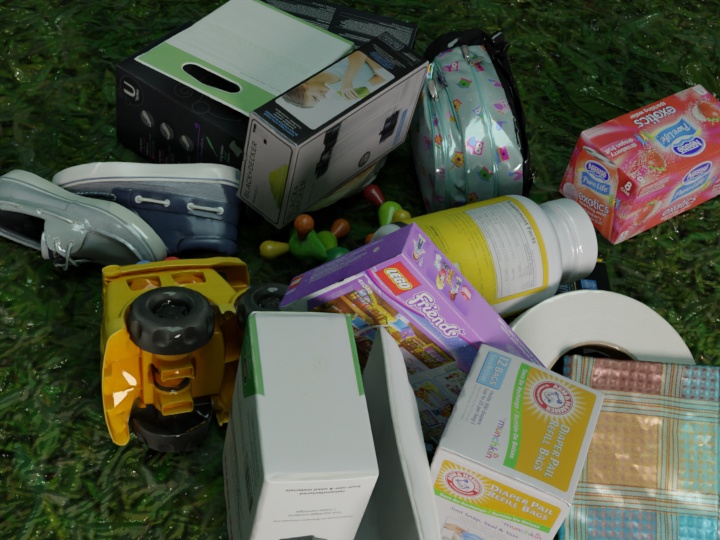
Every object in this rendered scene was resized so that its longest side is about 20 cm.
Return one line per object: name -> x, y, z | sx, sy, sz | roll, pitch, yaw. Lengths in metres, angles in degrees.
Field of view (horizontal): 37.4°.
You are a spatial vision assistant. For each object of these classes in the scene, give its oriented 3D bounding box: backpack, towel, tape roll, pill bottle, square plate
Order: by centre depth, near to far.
square plate -> 0.022, 0.178, 0.812 | 0.028, 0.198, 0.200 | 0, 49, -12
towel -> 0.241, 0.176, 0.911 | 0.146, 0.022, 0.201 | 5, 79, -7
tape roll -> 0.205, 0.118, 0.947 | 0.202, 0.037, 0.204 | 2, 78, -7
pill bottle -> 0.115, -0.008, 0.991 | 0.199, 0.112, 0.112 | -14, 53, -22
backpack -> 0.118, -0.143, 1.160 | 0.126, 0.167, 0.200 | -11, 53, 2

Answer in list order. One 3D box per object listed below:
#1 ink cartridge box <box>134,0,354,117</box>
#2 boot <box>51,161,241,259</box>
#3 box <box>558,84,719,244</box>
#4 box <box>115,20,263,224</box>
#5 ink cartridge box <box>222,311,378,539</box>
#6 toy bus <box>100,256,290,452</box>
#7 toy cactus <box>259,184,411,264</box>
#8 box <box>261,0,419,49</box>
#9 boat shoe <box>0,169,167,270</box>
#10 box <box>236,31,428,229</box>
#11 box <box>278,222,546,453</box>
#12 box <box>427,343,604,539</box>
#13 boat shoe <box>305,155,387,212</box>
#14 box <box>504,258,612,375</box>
ink cartridge box -> -0.114, -0.206, 1.080 | 0.145, 0.048, 0.200 | 27, 43, 13
boot -> -0.217, -0.055, 1.062 | 0.199, 0.073, 0.091 | -1, 75, 11
box -> 0.338, -0.123, 1.209 | 0.200, 0.096, 0.100 | -23, 57, -28
box -> -0.150, -0.162, 1.142 | 0.200, 0.106, 0.122 | 31, 49, 17
ink cartridge box -> -0.054, 0.150, 0.824 | 0.083, 0.200, 0.147 | 1, 49, -14
toy bus -> -0.139, 0.049, 0.958 | 0.199, 0.136, 0.192 | -6, 34, -17
toy cactus -> 0.000, 0.000, 1.049 | 0.165, 0.102, 0.200 | 41, 45, 12
box -> -0.044, -0.246, 1.257 | 0.199, 0.079, 0.141 | 15, 45, 2
boat shoe -> -0.285, -0.033, 1.032 | 0.200, 0.070, 0.072 | 21, 50, 17
box -> -0.027, -0.139, 1.045 | 0.060, 0.117, 0.200 | 39, 51, 18
box -> 0.050, 0.062, 0.861 | 0.200, 0.137, 0.039 | 46, 43, -24
box -> 0.103, 0.171, 0.833 | 0.101, 0.200, 0.113 | 22, 48, 9
boat shoe -> -0.016, -0.108, 1.145 | 0.071, 0.069, 0.200 | 35, 47, 15
box -> 0.171, 0.068, 1.041 | 0.159, 0.049, 0.200 | 8, 48, -7
